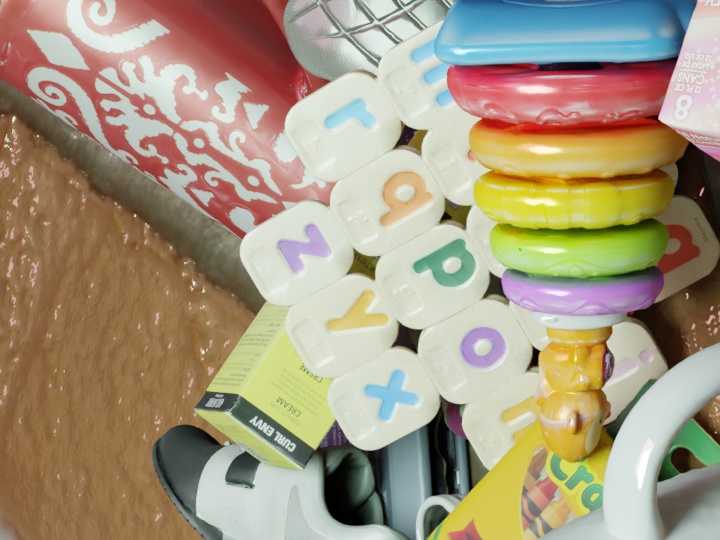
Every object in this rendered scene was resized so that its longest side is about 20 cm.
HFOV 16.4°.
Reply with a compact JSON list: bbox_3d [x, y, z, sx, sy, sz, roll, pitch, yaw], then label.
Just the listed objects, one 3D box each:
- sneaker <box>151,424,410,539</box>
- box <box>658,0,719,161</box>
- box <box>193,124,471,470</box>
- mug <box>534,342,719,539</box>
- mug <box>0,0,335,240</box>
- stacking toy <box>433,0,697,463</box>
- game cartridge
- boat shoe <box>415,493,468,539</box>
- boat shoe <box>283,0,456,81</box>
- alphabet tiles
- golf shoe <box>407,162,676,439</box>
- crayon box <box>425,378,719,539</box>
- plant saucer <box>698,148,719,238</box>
[{"bbox_3d":[-0.034,0.117,1.258,0.089,0.074,0.200,-52,40,2],"label":"sneaker"},{"bbox_3d":[0.220,-0.066,0.878,0.199,0.102,0.095,13,80,44],"label":"box"},{"bbox_3d":[0.000,0.000,1.210,0.201,0.050,0.075,-57,12,-12],"label":"box"},{"bbox_3d":[0.148,0.122,0.952,0.147,0.174,0.201,26,132,57],"label":"mug"},{"bbox_3d":[-0.080,-0.101,1.285,0.134,0.200,0.178,-52,-2,-8],"label":"mug"},{"bbox_3d":[0.092,-0.016,1.063,0.109,0.116,0.202,0,101,8],"label":"stacking toy"},{"bbox_3d":[0.000,0.105,1.291,0.133,0.041,0.202,-22,63,42],"label":"game cartridge"},{"bbox_3d":[0.060,0.200,1.164,0.072,0.065,0.202,-23,62,46],"label":"boat shoe"},{"bbox_3d":[0.062,-0.135,1.202,0.198,0.072,0.076,-14,88,12],"label":"boat shoe"},{"bbox_3d":[0.054,-0.010,1.141,0.195,0.201,0.015,-29,10,12],"label":"alphabet tiles"},{"bbox_3d":[0.080,-0.019,1.199,0.201,0.075,0.092,-61,37,17],"label":"golf shoe"},{"bbox_3d":[0.088,0.148,1.097,0.200,0.051,0.127,-48,52,4],"label":"crayon box"},{"bbox_3d":[0.162,-0.091,1.066,0.200,0.032,0.202,-9,-90,-88],"label":"plant saucer"}]
